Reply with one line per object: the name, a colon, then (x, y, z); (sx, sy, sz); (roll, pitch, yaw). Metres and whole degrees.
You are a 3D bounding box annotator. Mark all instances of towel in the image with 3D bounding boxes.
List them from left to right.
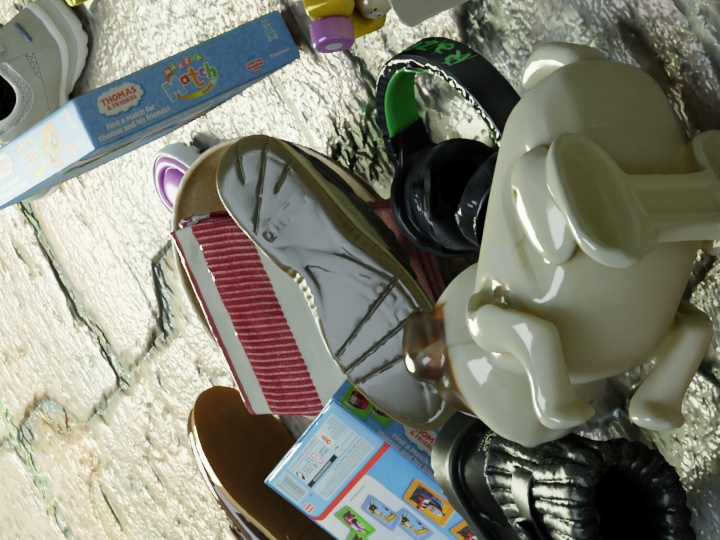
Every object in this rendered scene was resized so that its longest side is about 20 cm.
towel: (-0.019, 0.025, 1.706); (0.200, 0.023, 0.144); (-3, 116, 43)

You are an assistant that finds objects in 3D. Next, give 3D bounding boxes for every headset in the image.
headset: (0.061, -0.029, 1.540); (0.123, 0.094, 0.200); (12, 132, 56)

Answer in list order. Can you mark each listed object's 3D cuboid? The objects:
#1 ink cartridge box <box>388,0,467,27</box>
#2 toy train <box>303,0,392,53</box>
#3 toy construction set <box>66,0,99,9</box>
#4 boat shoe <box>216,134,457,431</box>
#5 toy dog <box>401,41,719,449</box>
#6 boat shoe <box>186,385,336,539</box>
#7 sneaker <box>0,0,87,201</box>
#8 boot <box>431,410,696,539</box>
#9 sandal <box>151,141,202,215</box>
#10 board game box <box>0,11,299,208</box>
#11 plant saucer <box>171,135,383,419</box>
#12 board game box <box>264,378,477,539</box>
ink cartridge box: (0.028, -0.236, 1.384); (0.068, 0.115, 0.200); (-30, 89, 55)
toy train: (-0.008, -0.198, 1.464); (0.056, 0.200, 0.150); (-17, 98, 23)
toy construction set: (-0.194, -0.269, 1.771); (0.200, 0.092, 0.131); (52, 153, -5)
boat shoe: (-0.001, 0.000, 1.608); (0.072, 0.066, 0.201); (-41, 86, 26)
toy dog: (0.097, 0.003, 1.419); (0.194, 0.139, 0.200); (53, 136, 28)
boat shoe: (-0.060, 0.175, 1.950); (0.200, 0.070, 0.070); (55, 147, 14)
sneaker: (-0.251, -0.118, 1.998); (0.075, 0.082, 0.200); (48, 149, 25)
boot: (0.142, 0.159, 1.522); (0.211, 0.079, 0.158); (43, 164, -29)
sandal: (-0.082, -0.020, 1.836); (0.203, 0.050, 0.083); (30, 139, 45)
board game box: (-0.145, -0.097, 1.749); (0.037, 0.151, 0.200); (64, 152, -1)
plant saucer: (-0.029, 0.001, 1.740); (0.200, 0.035, 0.201); (21, 128, 29)
board game box: (0.047, 0.157, 1.725); (0.200, 0.037, 0.151); (39, 150, 1)
